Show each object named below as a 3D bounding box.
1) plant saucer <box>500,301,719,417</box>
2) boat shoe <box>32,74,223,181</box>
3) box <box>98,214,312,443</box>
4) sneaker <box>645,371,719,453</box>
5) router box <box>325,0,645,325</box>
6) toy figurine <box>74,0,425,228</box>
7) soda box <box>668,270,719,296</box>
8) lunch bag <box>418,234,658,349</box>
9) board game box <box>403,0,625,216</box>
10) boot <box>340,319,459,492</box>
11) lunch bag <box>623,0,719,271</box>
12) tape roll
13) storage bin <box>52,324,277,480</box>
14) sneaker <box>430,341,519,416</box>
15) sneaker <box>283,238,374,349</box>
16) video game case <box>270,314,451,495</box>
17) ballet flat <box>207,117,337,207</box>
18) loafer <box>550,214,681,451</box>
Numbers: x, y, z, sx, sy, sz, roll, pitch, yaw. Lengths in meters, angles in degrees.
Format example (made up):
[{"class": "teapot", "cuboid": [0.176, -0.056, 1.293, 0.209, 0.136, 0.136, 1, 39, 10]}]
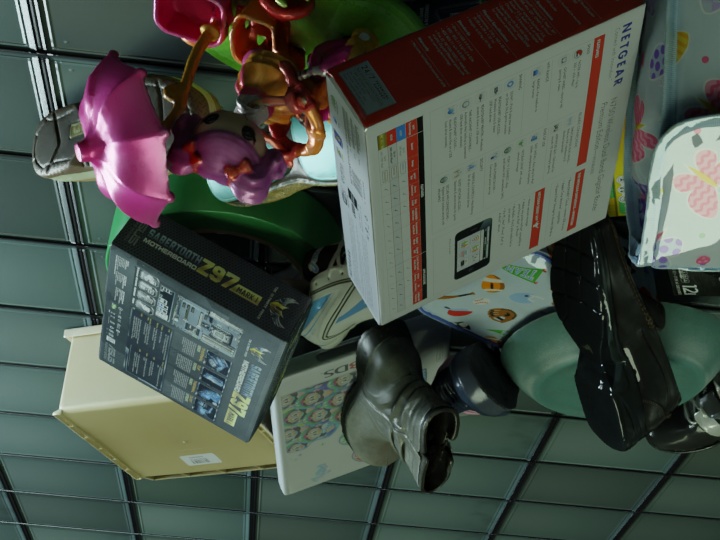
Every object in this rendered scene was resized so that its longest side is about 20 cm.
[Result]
[{"class": "plant saucer", "cuboid": [0.220, 0.086, 1.009, 0.198, 0.036, 0.201, 0, 151, 0]}, {"class": "boat shoe", "cuboid": [-0.156, -0.097, 0.854, 0.199, 0.072, 0.076, 2, 172, 44]}, {"class": "box", "cuboid": [-0.134, 0.050, 0.969, 0.157, 0.051, 0.200, 29, 147, 4]}, {"class": "sneaker", "cuboid": [0.357, 0.113, 1.135, 0.199, 0.075, 0.088, -26, 138, 24]}, {"class": "router box", "cuboid": [0.074, -0.071, 0.716, 0.178, 0.049, 0.201, -25, 148, -13]}, {"class": "toy figurine", "cuboid": [-0.078, -0.100, 0.688, 0.198, 0.185, 0.151, 24, 147, 3]}, {"class": "soda box", "cuboid": [0.244, -0.065, 0.839, 0.063, 0.071, 0.201, 0, 143, 26]}, {"class": "lunch bag", "cuboid": [0.145, 0.013, 0.996, 0.199, 0.076, 0.160, 27, 143, -32]}, {"class": "board game box", "cuboid": [0.107, -0.108, 0.826, 0.163, 0.057, 0.201, -6, 146, 13]}, {"class": "boot", "cuboid": [0.037, 0.153, 1.072, 0.067, 0.131, 0.201, -15, 140, -17]}, {"class": "lunch bag", "cuboid": [0.245, -0.097, 0.678, 0.168, 0.202, 0.127, 4, -177, 2]}, {"class": "tape roll", "cuboid": [-0.116, -0.012, 1.008, 0.198, 0.049, 0.201, 3, 147, 2]}, {"class": "storage bin", "cuboid": [-0.174, 0.136, 1.203, 0.198, 0.095, 0.199, -9, 146, 19]}, {"class": "sneaker", "cuboid": [0.094, 0.109, 1.059, 0.081, 0.071, 0.200, -28, 171, 10]}, {"class": "sneaker", "cuboid": [0.000, 0.000, 0.905, 0.072, 0.072, 0.200, 34, 139, -16]}, {"class": "video game case", "cuboid": [0.001, 0.133, 1.151, 0.180, 0.024, 0.201, -18, 141, -14]}, {"class": "ballet flat", "cuboid": [-0.033, -0.091, 0.843, 0.070, 0.071, 0.199, 31, 151, -35]}, {"class": "loafer", "cuboid": [0.198, 0.038, 0.898, 0.072, 0.073, 0.202, -25, 118, -18]}]
